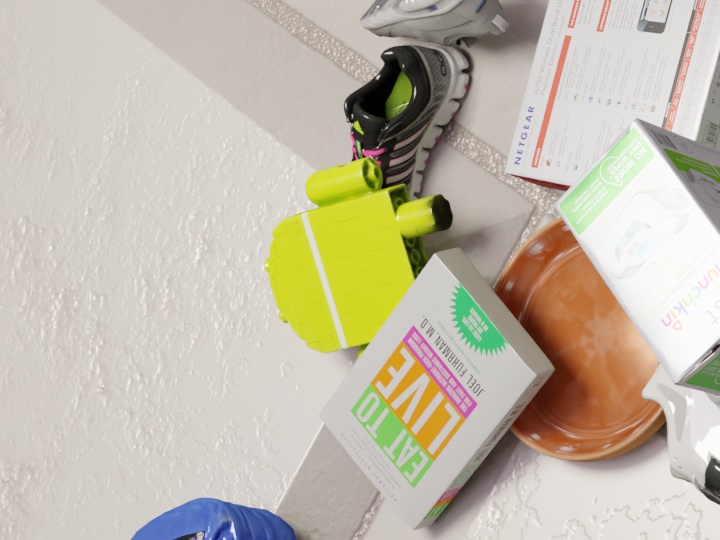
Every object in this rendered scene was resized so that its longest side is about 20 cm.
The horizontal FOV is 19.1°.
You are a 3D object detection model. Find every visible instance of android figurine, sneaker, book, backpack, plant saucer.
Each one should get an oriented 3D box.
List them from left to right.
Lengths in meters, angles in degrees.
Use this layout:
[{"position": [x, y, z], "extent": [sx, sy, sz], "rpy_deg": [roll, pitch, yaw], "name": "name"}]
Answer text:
[{"position": [-0.127, 0.293, 1.821], "extent": [0.162, 0.168, 0.201], "rpy_deg": [-22, 61, 29], "name": "backpack"}, {"position": [0.000, 0.000, 1.821], "extent": [0.200, 0.041, 0.183], "rpy_deg": [-16, 94, 37], "name": "android figurine"}, {"position": [0.015, -0.110, 1.845], "extent": [0.074, 0.087, 0.200], "rpy_deg": [36, 104, 41], "name": "sneaker"}, {"position": [0.061, -0.214, 1.821], "extent": [0.075, 0.082, 0.200], "rpy_deg": [-51, 16, -7], "name": "sneaker"}, {"position": [0.063, 0.098, 1.744], "extent": [0.134, 0.048, 0.200], "rpy_deg": [52, 129, 24], "name": "book"}, {"position": [0.184, 0.052, 1.693], "extent": [0.200, 0.032, 0.201], "rpy_deg": [-11, 73, 40], "name": "plant saucer"}, {"position": [0.274, 0.143, 1.562], "extent": [0.089, 0.074, 0.200], "rpy_deg": [-47, 55, 30], "name": "sneaker"}]

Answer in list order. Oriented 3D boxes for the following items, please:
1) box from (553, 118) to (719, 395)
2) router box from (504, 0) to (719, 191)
[{"position": [0.265, 0.001, 1.519], "extent": [0.097, 0.200, 0.177], "rpy_deg": [-47, 54, 24], "name": "box"}, {"position": [0.219, -0.155, 1.701], "extent": [0.179, 0.049, 0.201], "rpy_deg": [15, 89, 43], "name": "router box"}]
